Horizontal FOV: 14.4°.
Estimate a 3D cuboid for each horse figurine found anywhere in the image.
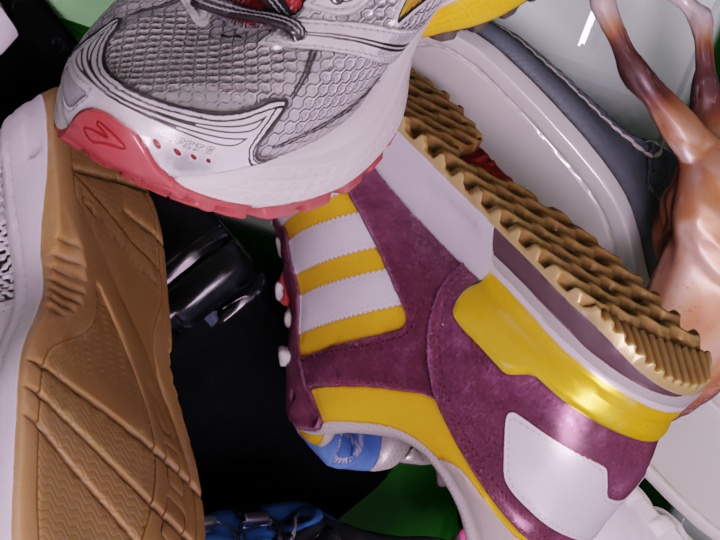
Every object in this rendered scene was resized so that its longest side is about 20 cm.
[{"bbox_3d":[0.130,-0.025,0.801,0.200,0.050,0.133,-2,75,-30],"label":"horse figurine"}]

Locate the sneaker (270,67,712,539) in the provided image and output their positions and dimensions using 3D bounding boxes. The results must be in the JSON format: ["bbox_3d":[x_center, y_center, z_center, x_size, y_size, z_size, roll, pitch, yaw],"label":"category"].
[{"bbox_3d":[0.000,0.000,0.750,0.075,0.200,0.090,22,109,-47],"label":"sneaker"}]

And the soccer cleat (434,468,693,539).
[{"bbox_3d":[0.081,0.094,0.853,0.086,0.070,0.200,-16,118,8],"label":"soccer cleat"}]

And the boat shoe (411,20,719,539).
[{"bbox_3d":[0.080,-0.004,0.842,0.200,0.073,0.062,49,48,-14],"label":"boat shoe"}]

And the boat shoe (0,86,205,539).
[{"bbox_3d":[-0.085,0.037,0.688,0.069,0.200,0.071,-28,123,15],"label":"boat shoe"}]

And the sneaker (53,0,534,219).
[{"bbox_3d":[-0.007,-0.086,0.700,0.078,0.200,0.082,26,137,18],"label":"sneaker"}]

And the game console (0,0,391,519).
[{"bbox_3d":[-0.119,0.044,0.821,0.200,0.116,0.176,-39,81,0],"label":"game console"}]

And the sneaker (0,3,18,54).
[{"bbox_3d":[-0.159,-0.093,0.687,0.079,0.078,0.200,-41,139,-6],"label":"sneaker"}]

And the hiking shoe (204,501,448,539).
[{"bbox_3d":[-0.047,0.085,0.749,0.087,0.200,0.074,-28,70,27],"label":"hiking shoe"}]
